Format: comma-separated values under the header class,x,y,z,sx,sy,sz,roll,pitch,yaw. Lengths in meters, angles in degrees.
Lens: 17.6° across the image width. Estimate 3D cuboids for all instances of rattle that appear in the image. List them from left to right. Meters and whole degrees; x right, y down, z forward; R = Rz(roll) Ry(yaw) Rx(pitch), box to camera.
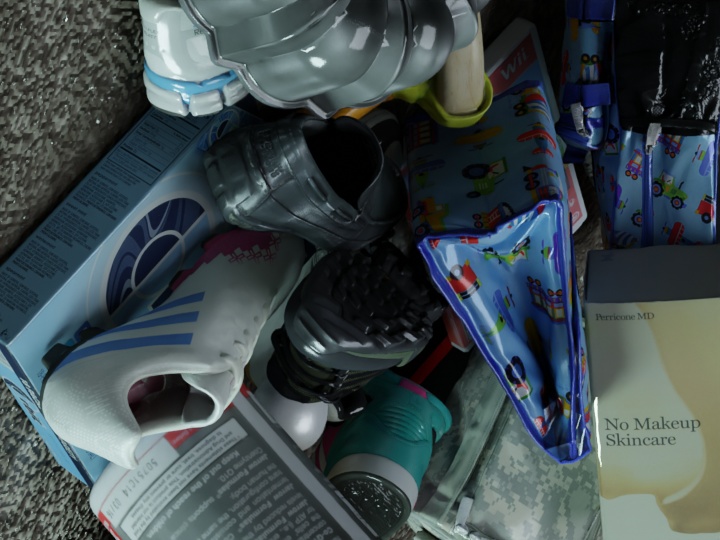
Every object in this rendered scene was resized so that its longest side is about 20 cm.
class,x,y,z,sx,sy,sz,roll,pitch,yaw
rattle,0.007,-0.181,1.361,0.130,0.141,0.202,-71,157,-59

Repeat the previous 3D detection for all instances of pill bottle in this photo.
class,x,y,z,sx,sy,sz,roll,pitch,yaw
pill bottle,-0.050,0.168,1.313,0.114,0.200,0.114,-40,168,-10

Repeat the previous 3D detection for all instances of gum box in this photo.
class,x,y,z,sx,sy,sz,roll,pitch,yaw
gum box,-0.120,0.005,1.319,0.200,0.044,0.170,-49,149,-17

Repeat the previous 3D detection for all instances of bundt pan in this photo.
class,x,y,z,sx,sy,sz,roll,pitch,yaw
bundt pan,-0.002,-0.181,1.208,0.201,0.075,0.204,-2,92,-39

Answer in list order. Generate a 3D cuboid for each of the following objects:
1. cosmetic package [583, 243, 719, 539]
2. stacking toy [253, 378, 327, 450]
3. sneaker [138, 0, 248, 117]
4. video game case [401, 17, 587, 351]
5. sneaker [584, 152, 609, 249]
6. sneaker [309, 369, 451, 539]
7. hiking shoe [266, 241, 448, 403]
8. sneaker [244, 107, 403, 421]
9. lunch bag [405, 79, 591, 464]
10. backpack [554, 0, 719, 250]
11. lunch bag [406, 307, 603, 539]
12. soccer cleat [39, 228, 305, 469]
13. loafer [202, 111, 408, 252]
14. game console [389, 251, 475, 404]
class,x,y,z,sx,sy,sz,roll,pitch,yaw
cosmetic package,0.199,0.088,1.481,0.071,0.104,0.202,-75,158,-60
stacking toy,-0.076,0.152,1.429,0.201,0.145,0.146,-63,151,-3
sneaker,-0.043,-0.170,1.255,0.200,0.075,0.087,-43,141,-27
video game case,0.089,-0.055,1.580,0.143,0.017,0.201,-47,142,-21
sneaker,0.198,-0.079,1.703,0.088,0.075,0.202,-86,172,-64
sneaker,-0.003,0.122,1.543,0.200,0.083,0.121,-40,-158,57
hiking shoe,-0.011,0.044,1.321,0.101,0.076,0.200,-47,171,13
sneaker,0.000,0.000,1.455,0.075,0.087,0.202,-6,120,-52
lunch bag,0.100,0.012,1.431,0.093,0.151,0.201,-16,121,8
backpack,0.195,-0.095,1.530,0.183,0.133,0.202,-60,152,-77
lunch bag,0.115,0.122,1.597,0.201,0.139,0.168,-64,147,-10
soccer cleat,-0.085,0.044,1.274,0.200,0.086,0.070,-36,143,-35
loafer,-0.014,-0.051,1.300,0.070,0.069,0.200,-24,168,22
game console,0.054,0.047,1.645,0.200,0.031,0.177,-48,143,-20
